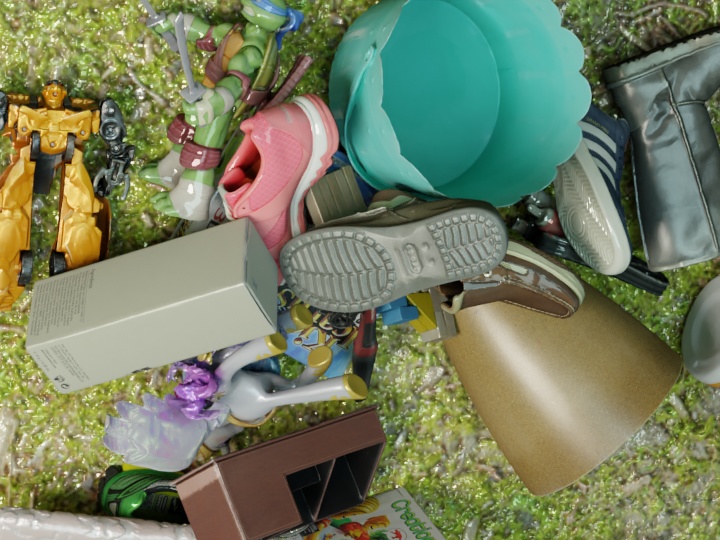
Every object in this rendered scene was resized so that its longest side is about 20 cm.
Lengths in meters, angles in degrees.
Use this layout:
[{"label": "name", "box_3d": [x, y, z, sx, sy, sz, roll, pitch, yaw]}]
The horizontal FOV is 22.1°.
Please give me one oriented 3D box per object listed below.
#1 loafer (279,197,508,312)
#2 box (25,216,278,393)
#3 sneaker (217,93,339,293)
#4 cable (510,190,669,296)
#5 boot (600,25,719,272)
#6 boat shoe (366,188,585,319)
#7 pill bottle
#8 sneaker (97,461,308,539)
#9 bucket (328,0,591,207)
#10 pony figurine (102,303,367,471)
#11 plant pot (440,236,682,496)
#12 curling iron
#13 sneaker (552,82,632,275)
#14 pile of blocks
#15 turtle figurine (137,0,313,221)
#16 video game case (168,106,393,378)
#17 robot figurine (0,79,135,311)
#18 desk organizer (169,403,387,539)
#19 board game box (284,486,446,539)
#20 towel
[{"label": "loafer", "box_3d": [0.031, -0.016, 1.502, 0.199, 0.070, 0.076, -8, 106, 20]}, {"label": "box", "box_3d": [-0.170, 0.029, 1.507, 0.199, 0.083, 0.069, -15, 134, 15]}, {"label": "sneaker", "box_3d": [-0.088, -0.059, 1.525, 0.086, 0.074, 0.201, -12, 134, -36]}, {"label": "cable", "box_3d": [0.219, -0.024, 1.700, 0.199, 0.097, 0.051, 21, 103, -23]}, {"label": "boot", "box_3d": [0.323, -0.117, 1.704, 0.181, 0.073, 0.201, -20, 96, 3]}, {"label": "boat shoe", "box_3d": [0.091, 0.006, 1.568, 0.201, 0.075, 0.075, 23, 68, -4]}, {"label": "pill bottle", "box_3d": [0.422, 0.083, 1.787, 0.199, 0.112, 0.113, 20, 99, -21]}, {"label": "sneaker", "box_3d": [-0.135, 0.221, 1.664, 0.199, 0.085, 0.079, 3, 105, -19]}, {"label": "bucket", "box_3d": [0.077, -0.152, 1.574, 0.206, 0.135, 0.209, -1, 93, -25]}, {"label": "pony figurine", "box_3d": [-0.124, 0.098, 1.585, 0.199, 0.167, 0.193, -30, 137, 31]}, {"label": "plant pot", "box_3d": [0.159, 0.067, 1.678, 0.186, 0.186, 0.200, -42, 96, -2]}, {"label": "curling iron", "box_3d": [-0.005, 0.064, 1.614, 0.049, 0.200, 0.026, 5, 62, 8]}, {"label": "sneaker", "box_3d": [0.214, -0.091, 1.645, 0.084, 0.075, 0.201, -9, 66, -27]}, {"label": "pile of blocks", "box_3d": [0.000, 0.000, 1.601, 0.200, 0.062, 0.082, 51, 47, -19]}, {"label": "turtle figurine", "box_3d": [-0.151, -0.152, 1.517, 0.199, 0.144, 0.195, -7, 124, -52]}, {"label": "video game case", "box_3d": [-0.056, -0.024, 1.639, 0.199, 0.045, 0.182, 30, 96, -23]}, {"label": "robot figurine", "box_3d": [-0.268, -0.063, 1.552, 0.144, 0.058, 0.201, 3, 105, -19]}, {"label": "desk organizer", "box_3d": [-0.060, 0.187, 1.625, 0.199, 0.072, 0.077, -15, 78, -43]}, {"label": "board game box", "box_3d": [0.014, 0.264, 1.661, 0.125, 0.200, 0.035, -17, 110, -12]}, {"label": "towel", "box_3d": [-0.240, 0.280, 1.632, 0.199, 0.032, 0.192, 8, 133, -19]}]
